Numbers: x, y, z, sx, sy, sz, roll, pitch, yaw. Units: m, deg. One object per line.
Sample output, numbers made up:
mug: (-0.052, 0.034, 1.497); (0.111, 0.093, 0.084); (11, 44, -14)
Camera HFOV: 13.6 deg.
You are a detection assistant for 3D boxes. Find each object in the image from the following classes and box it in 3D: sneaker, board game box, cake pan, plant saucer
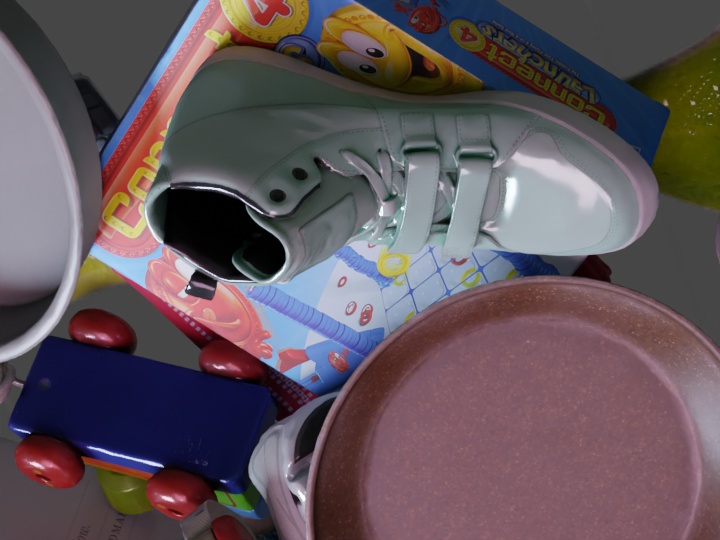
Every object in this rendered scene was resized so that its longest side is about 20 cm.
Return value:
sneaker: (0.013, -0.020, 1.193); (0.200, 0.118, 0.074); (12, 128, 9)
sneaker: (0.015, 0.149, 1.347); (0.081, 0.075, 0.201); (-20, 97, 58)
board game box: (-0.003, -0.042, 1.296); (0.195, 0.056, 0.200); (31, 130, -6)
cake pan: (-0.191, -0.055, 1.320); (0.200, 0.037, 0.201); (19, 125, 29)
plant saucer: (0.074, 0.095, 1.282); (0.200, 0.037, 0.201); (-2, 105, -6)

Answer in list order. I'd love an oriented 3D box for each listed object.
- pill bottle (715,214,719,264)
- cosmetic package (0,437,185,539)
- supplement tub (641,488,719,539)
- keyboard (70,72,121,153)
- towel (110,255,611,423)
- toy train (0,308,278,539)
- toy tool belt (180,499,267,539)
pill bottle: (0.225, -0.066, 1.208); (0.113, 0.113, 0.200); (17, 132, -2)
cosmetic package: (-0.208, 0.192, 1.503); (0.199, 0.165, 0.165); (17, 132, -1)
supplement tub: (0.117, 0.148, 1.404); (0.200, 0.141, 0.140); (-23, 122, 30)
keyboard: (-0.195, -0.045, 1.397); (0.199, 0.011, 0.056); (-15, 126, 25)
towel: (0.000, 0.000, 1.382); (0.200, 0.023, 0.145); (-30, 118, 33)
toy train: (-0.127, 0.079, 1.451); (0.199, 0.085, 0.116); (12, 156, 21)
toy tool belt: (-0.055, 0.212, 1.370); (0.123, 0.125, 0.200); (-36, 123, 2)
